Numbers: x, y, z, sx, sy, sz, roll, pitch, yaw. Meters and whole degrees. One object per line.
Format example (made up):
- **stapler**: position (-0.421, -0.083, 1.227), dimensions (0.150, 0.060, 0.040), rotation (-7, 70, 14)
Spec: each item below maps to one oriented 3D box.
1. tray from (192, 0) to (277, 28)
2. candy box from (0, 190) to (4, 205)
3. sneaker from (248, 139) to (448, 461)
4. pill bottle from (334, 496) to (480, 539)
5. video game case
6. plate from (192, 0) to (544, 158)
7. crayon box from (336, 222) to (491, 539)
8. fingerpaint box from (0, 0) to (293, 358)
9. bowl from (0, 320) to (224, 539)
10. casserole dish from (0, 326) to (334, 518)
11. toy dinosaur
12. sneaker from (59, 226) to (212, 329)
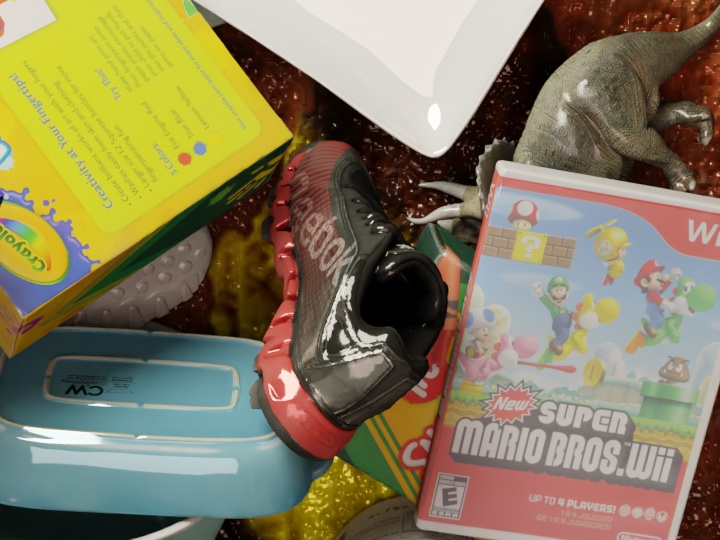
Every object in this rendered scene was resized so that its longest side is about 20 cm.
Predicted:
- **tray**: position (-0.046, -0.199, 1.086), dimensions (0.198, 0.022, 0.108), rotation (-21, 103, 7)
- **candy box**: position (-0.259, -0.027, 0.965), dimensions (0.169, 0.077, 0.200), rotation (51, 142, 13)
- **sneaker**: position (0.000, 0.000, 1.046), dimensions (0.097, 0.201, 0.071), rotation (-30, 126, 26)
- **pill bottle**: position (0.029, 0.203, 1.089), dimensions (0.113, 0.200, 0.116), rotation (1, 103, 2)
- **video game case**: position (0.117, 0.051, 1.075), dimensions (0.142, 0.017, 0.202), rotation (9, 108, -9)
- **plate**: position (0.012, -0.192, 1.058), dimensions (0.199, 0.032, 0.201), rotation (33, 103, -5)
- **crayon box**: position (0.085, 0.081, 1.119), dimensions (0.199, 0.051, 0.127), rotation (31, 104, -17)
- **fingerpaint box**: position (-0.160, -0.089, 1.021), dimensions (0.166, 0.073, 0.201), rotation (-36, 84, -22)
- **bowl**: position (-0.155, 0.119, 1.097), dimensions (0.199, 0.201, 0.106), rotation (6, 125, 1)
- **casserole dish**: position (-0.111, 0.071, 1.048), dimensions (0.198, 0.122, 0.039), rotation (3, 123, -3)
- **toy dinosaur**: position (0.124, -0.069, 1.084), dimensions (0.102, 0.077, 0.200), rotation (35, 106, -14)
- **sneaker**: position (-0.179, -0.006, 1.113), dimensions (0.198, 0.081, 0.077), rotation (-11, 117, -14)
